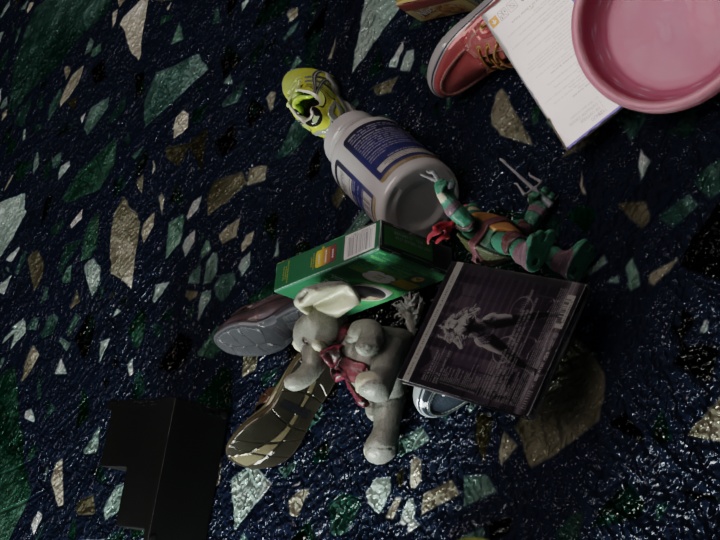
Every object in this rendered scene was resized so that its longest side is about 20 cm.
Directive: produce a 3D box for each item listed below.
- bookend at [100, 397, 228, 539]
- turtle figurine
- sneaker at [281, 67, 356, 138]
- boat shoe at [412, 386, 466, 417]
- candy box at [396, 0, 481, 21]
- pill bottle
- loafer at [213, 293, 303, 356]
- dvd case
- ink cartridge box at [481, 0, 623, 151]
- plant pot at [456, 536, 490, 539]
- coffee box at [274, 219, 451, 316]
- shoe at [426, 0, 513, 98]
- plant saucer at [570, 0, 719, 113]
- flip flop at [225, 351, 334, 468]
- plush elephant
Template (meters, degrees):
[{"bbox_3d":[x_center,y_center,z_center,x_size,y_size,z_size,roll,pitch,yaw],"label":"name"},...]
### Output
[{"bbox_3d":[-0.293,0.288,1.808,0.198,0.092,0.201,-10,66,50],"label":"bookend"},{"bbox_3d":[0.155,-0.051,1.397,0.200,0.149,0.101,36,127,48],"label":"turtle figurine"},{"bbox_3d":[-0.070,-0.247,1.813,0.076,0.076,0.200,-60,36,13],"label":"sneaker"},{"bbox_3d":[0.137,0.107,1.379,0.200,0.071,0.091,-49,36,20],"label":"boat shoe"},{"bbox_3d":[0.124,-0.438,1.685,0.115,0.055,0.201,0,73,51],"label":"candy box"},{"bbox_3d":[0.031,-0.126,1.597,0.111,0.111,0.200,-58,38,13],"label":"pill bottle"},{"bbox_3d":[-0.115,0.065,1.732,0.199,0.072,0.063,-19,38,38],"label":"loafer"},{"bbox_3d":[0.137,0.069,1.342,0.200,0.016,0.149,11,71,50],"label":"dvd case"},{"bbox_3d":[0.259,-0.266,1.405,0.197,0.047,0.201,-38,70,24],"label":"ink cartridge box"},{"bbox_3d":[0.041,0.351,1.280,0.200,0.189,0.201,-28,51,41],"label":"plant pot"},{"bbox_3d":[0.000,0.000,1.564,0.200,0.123,0.044,-23,56,45],"label":"coffee box"},{"bbox_3d":[0.163,-0.271,1.540,0.200,0.071,0.091,-46,39,21],"label":"shoe"},{"bbox_3d":[0.318,-0.259,1.314,0.200,0.051,0.202,-3,84,32],"label":"plant saucer"},{"bbox_3d":[-0.100,0.174,1.645,0.200,0.081,0.058,-56,21,13],"label":"flip flop"},{"bbox_3d":[-0.020,0.098,1.499,0.154,0.165,0.201,9,57,12],"label":"plush elephant"}]
